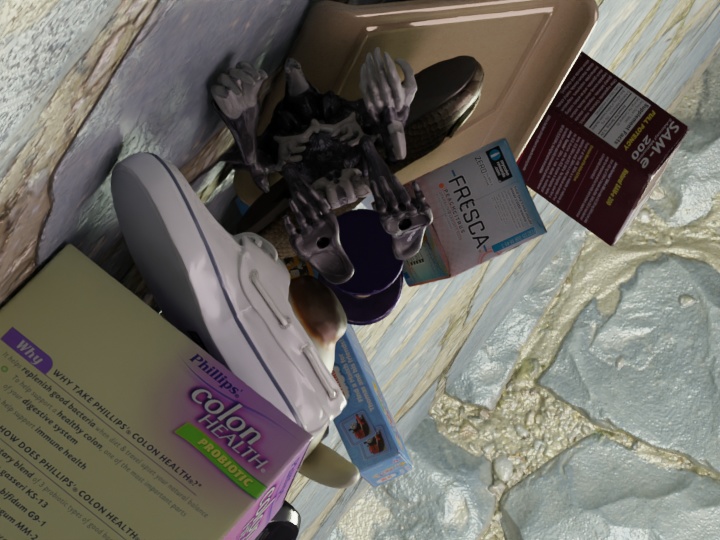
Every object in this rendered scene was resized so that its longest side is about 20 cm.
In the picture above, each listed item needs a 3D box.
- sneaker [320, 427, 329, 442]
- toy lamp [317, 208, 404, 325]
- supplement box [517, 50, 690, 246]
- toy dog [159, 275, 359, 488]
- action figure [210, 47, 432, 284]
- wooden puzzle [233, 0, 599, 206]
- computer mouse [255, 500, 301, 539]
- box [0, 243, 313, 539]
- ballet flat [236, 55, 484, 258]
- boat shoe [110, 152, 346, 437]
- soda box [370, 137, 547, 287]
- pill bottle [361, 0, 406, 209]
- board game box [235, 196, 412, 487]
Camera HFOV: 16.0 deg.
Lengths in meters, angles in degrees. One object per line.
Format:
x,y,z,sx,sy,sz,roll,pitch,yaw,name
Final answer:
-0.130,0.079,1.726,0.198,0.130,0.079,-15,-177,15,sneaker
0.000,0.000,1.589,0.058,0.058,0.200,-51,175,-7,toy lamp
0.131,-0.117,1.867,0.061,0.200,0.109,-49,171,-28,supplement box
-0.078,0.063,1.562,0.139,0.194,0.200,-37,174,-15,toy dog
-0.020,-0.078,1.467,0.118,0.200,0.103,-15,122,-8,action figure
0.032,-0.114,1.628,0.199,0.037,0.185,-5,144,-28,wooden puzzle
-0.124,0.163,1.567,0.199,0.053,0.139,-8,145,-42,computer mouse
-0.159,0.122,1.382,0.200,0.176,0.097,-48,170,-31,box
0.006,-0.064,1.581,0.200,0.046,0.067,-36,-161,26,ballet flat
-0.071,0.012,1.424,0.065,0.201,0.073,-37,-152,-22,boat shoe
0.058,-0.033,1.581,0.068,0.064,0.200,-25,-179,-6,soda box
0.066,-0.126,1.763,0.120,0.119,0.200,-43,167,-46,pill bottle
-0.022,0.046,1.748,0.036,0.201,0.151,-25,170,1,board game box
